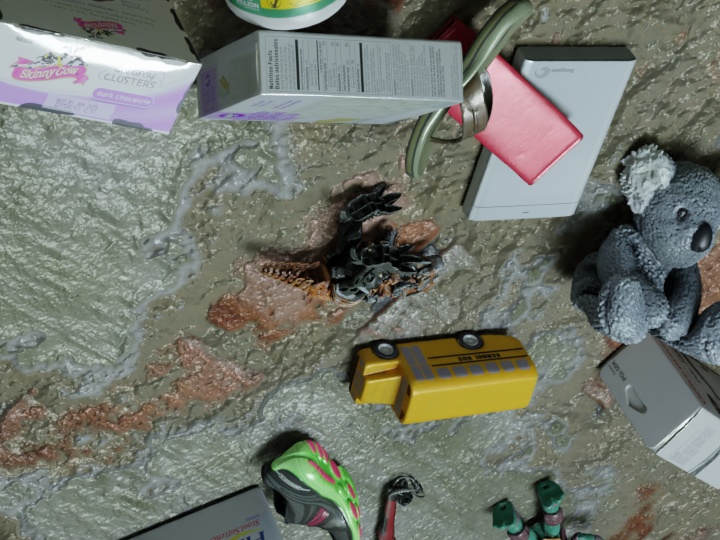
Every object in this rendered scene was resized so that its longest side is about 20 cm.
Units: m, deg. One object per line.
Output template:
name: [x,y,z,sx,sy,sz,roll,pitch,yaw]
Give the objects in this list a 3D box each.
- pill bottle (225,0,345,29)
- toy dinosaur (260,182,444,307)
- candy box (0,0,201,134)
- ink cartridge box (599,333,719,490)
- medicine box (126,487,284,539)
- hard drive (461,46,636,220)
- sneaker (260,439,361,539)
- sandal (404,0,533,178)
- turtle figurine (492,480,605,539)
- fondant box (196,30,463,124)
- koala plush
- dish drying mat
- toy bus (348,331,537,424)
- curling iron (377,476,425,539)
pill bottle: [-0.068,-0.306,1.366,0.112,0.113,0.201,-17,137,-12]
toy dinosaur: [0.000,0.000,1.719,0.199,0.102,0.136,-25,160,-37]
candy box: [-0.234,-0.203,1.310,0.166,0.201,0.072,9,126,-33]
ink cartridge box: [0.399,0.174,2.052,0.083,0.147,0.199,-44,136,16]
medicine box: [-0.166,0.376,1.977,0.181,0.103,0.201,-21,137,-8]
hard drive: [0.191,-0.138,1.730,0.131,0.027,0.201,-4,132,-25]
sneaker: [-0.055,0.262,1.963,0.083,0.077,0.201,-18,136,14]
sandal: [0.104,-0.162,1.574,0.057,0.080,0.202,37,112,2]
turtle figurine: [0.245,0.368,2.194,0.149,0.101,0.201,-36,124,-13]
fondant box: [-0.029,-0.168,1.499,0.198,0.144,0.059,0,86,-27]
koala plush: [0.328,-0.030,1.836,0.176,0.184,0.202,13,104,-22]
dish drying mat: [0.130,-0.164,1.649,0.077,0.018,0.200,-42,124,16]
toy bus: [0.091,0.121,1.887,0.198,0.079,0.066,-5,133,-24]
curling iron: [0.042,0.327,2.097,0.049,0.026,0.201,-6,133,-19]
